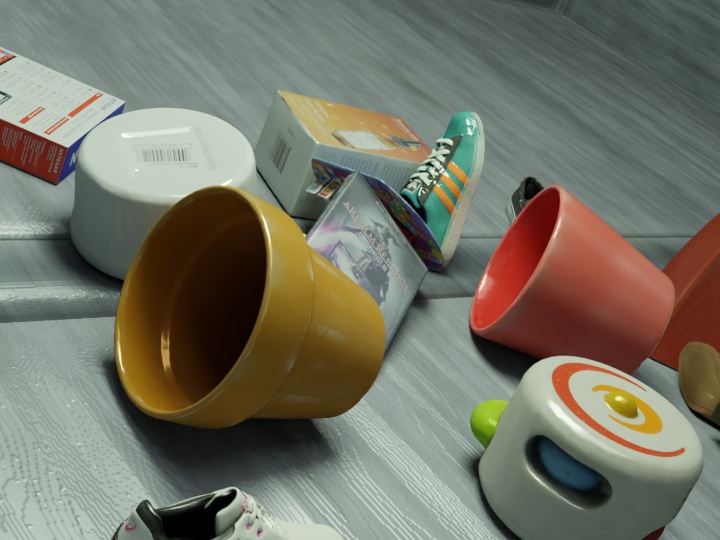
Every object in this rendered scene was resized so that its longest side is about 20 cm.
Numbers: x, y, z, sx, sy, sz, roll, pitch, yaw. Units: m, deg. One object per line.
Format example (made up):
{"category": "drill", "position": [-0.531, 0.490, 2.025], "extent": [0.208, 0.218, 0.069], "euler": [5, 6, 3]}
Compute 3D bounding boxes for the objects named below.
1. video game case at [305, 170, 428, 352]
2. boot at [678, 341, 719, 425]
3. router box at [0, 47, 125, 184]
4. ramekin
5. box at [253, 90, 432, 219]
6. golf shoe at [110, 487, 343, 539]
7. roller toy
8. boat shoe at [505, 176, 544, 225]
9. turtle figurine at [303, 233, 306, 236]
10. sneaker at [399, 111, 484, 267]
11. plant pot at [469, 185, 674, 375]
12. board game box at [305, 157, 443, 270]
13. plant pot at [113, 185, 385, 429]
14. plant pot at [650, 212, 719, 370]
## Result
{"category": "video game case", "position": [0.000, 0.000, 1.281], "extent": [0.143, 0.019, 0.200], "euler": [54, 36, -17]}
{"category": "boot", "position": [0.474, 0.169, 1.468], "extent": [0.146, 0.070, 0.200], "euler": [24, 24, -15]}
{"category": "router box", "position": [-0.392, -0.186, 1.421], "extent": [0.179, 0.049, 0.200], "euler": [24, 24, 0]}
{"category": "ramekin", "position": [-0.198, -0.083, 1.252], "extent": [0.199, 0.098, 0.201], "euler": [5, 37, -3]}
{"category": "box", "position": [-0.016, -0.139, 1.596], "extent": [0.199, 0.107, 0.152], "euler": [7, 28, -32]}
{"category": "golf shoe", "position": [-0.083, 0.197, 0.860], "extent": [0.199, 0.092, 0.073], "euler": [4, 29, -40]}
{"category": "roller toy", "position": [0.215, 0.171, 1.123], "extent": [0.199, 0.140, 0.183], "euler": [15, 26, -20]}
{"category": "boat shoe", "position": [0.259, -0.080, 1.772], "extent": [0.070, 0.067, 0.200], "euler": [19, 24, -9]}
{"category": "turtle figurine", "position": [-0.080, 0.000, 1.302], "extent": [0.199, 0.065, 0.162], "euler": [20, 30, -6]}
{"category": "sneaker", "position": [0.095, -0.107, 1.525], "extent": [0.080, 0.201, 0.071], "euler": [15, 0, -25]}
{"category": "plant pot", "position": [0.251, 0.027, 1.415], "extent": [0.177, 0.201, 0.201], "euler": [29, 23, -9]}
{"category": "board game box", "position": [0.009, -0.052, 1.433], "extent": [0.200, 0.039, 0.158], "euler": [24, -23, 49]}
{"category": "plant pot", "position": [-0.082, 0.050, 1.069], "extent": [0.183, 0.201, 0.200], "euler": [24, 18, -43]}
{"category": "plant pot", "position": [0.501, 0.040, 1.611], "extent": [0.199, 0.177, 0.200], "euler": [24, 24, 2]}
